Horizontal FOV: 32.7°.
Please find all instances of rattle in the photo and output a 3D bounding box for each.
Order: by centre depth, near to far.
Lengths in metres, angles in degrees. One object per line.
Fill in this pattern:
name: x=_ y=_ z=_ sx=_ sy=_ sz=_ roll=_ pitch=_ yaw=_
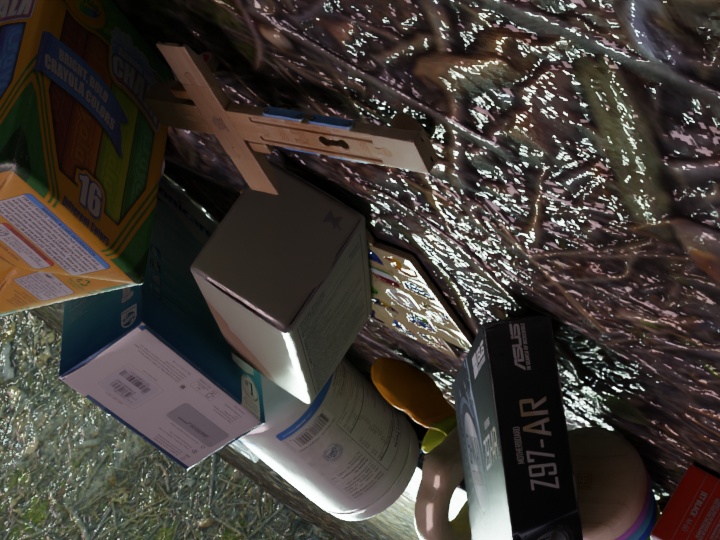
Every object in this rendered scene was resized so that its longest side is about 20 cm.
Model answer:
rattle: x=0.063 y=0.195 z=1.066 sx=0.142 sy=0.130 sz=0.201 roll=14 pitch=135 yaw=24

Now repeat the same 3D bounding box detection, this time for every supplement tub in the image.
supplement tub: x=-0.043 y=0.149 z=1.218 sx=0.131 sy=0.132 sz=0.200 roll=19 pitch=159 yaw=45

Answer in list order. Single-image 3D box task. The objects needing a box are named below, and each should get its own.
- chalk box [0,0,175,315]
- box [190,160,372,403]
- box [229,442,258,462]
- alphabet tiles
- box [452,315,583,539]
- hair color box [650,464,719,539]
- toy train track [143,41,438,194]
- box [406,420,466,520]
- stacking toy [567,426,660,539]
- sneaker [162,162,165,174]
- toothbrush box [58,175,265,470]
chalk box: x=-0.193 y=-0.095 z=0.717 sx=0.123 sy=0.202 sz=0.125 roll=-11 pitch=146 yaw=23
box: x=-0.048 y=0.015 z=0.851 sx=0.077 sy=0.095 sz=0.200 roll=31 pitch=164 yaw=12
box: x=-0.202 y=0.187 z=1.774 sx=0.163 sy=0.086 sz=0.200 roll=31 pitch=165 yaw=8
alphabet tiles: x=0.000 y=0.000 z=0.896 sx=0.166 sy=0.006 sz=0.200 roll=23 pitch=162 yaw=38
box: x=0.101 y=0.132 z=0.812 sx=0.043 sy=0.162 sz=0.200 roll=-6 pitch=165 yaw=-3
hair color box: x=0.299 y=0.218 z=0.828 sx=0.199 sy=0.064 sz=0.111 roll=29 pitch=164 yaw=25
toy train track: x=-0.039 y=-0.086 z=0.666 sx=0.199 sy=0.033 sz=0.115 roll=15 pitch=150 yaw=38
box: x=0.102 y=0.234 z=1.338 sx=0.198 sy=0.050 sz=0.200 roll=18 pitch=158 yaw=45
stacking toy: x=0.200 y=0.189 z=0.940 sx=0.085 sy=0.086 sz=0.200 roll=23 pitch=169 yaw=35
sneaker: x=-0.215 y=-0.120 z=0.877 sx=0.200 sy=0.078 sz=0.077 roll=41 pitch=-166 yaw=-45
toothbrush box: x=-0.156 y=0.031 z=0.975 sx=0.146 sy=0.085 sz=0.201 roll=44 pitch=-157 yaw=-38
